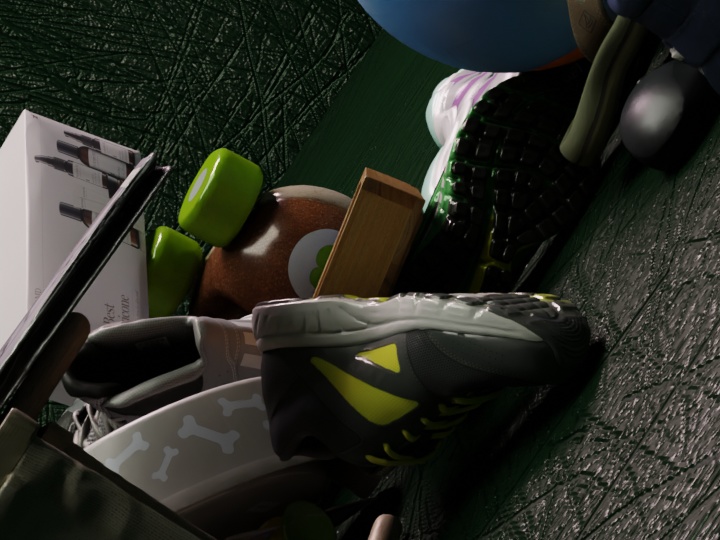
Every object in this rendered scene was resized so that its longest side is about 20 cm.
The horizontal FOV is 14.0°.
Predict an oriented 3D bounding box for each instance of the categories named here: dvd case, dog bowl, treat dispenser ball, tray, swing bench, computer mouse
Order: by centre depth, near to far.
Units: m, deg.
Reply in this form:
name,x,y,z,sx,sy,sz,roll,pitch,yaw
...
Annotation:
name,x,y,z,sx,sy,sz,roll,pitch,yaw
swing bench,-0.098,0.142,1.339,0.130,0.199,0.200,-54,6,13
dvd case,-0.153,0.030,1.363,0.200,0.016,0.149,-54,5,-2
computer mouse,0.158,-0.104,1.461,0.059,0.034,0.200,-53,6,25
tray,0.000,0.000,1.524,0.200,0.037,0.099,-73,5,-87
dog bowl,-0.089,0.121,1.541,0.200,0.059,0.200,-24,-17,-8
treat dispenser ball,0.078,-0.204,1.545,0.201,0.201,0.201,-54,6,9

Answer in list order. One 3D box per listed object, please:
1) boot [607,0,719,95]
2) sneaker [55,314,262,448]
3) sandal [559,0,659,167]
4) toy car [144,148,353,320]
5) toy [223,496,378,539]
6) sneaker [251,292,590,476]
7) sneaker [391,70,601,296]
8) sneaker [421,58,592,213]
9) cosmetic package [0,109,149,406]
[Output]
name,x,y,z,sx,sy,sz,roll,pitch,yaw
boot,0.161,-0.136,1.338,0.073,0.090,0.200,-53,7,16
sneaker,-0.138,0.072,1.577,0.200,0.075,0.115,-34,-28,27
sandal,0.125,-0.138,1.439,0.080,0.057,0.201,-49,-17,-51
toy car,-0.058,0.061,1.705,0.158,0.164,0.200,-50,18,43
toy,-0.079,0.189,1.567,0.115,0.047,0.200,-12,-24,-46
sneaker,0.030,0.053,1.348,0.200,0.074,0.085,-2,89,49
sneaker,0.059,-0.021,1.562,0.200,0.078,0.085,-58,6,-17
sneaker,0.104,-0.102,1.706,0.140,0.078,0.200,-51,17,25
cosmetic package,-0.171,-0.006,1.732,0.051,0.082,0.200,-56,27,34
